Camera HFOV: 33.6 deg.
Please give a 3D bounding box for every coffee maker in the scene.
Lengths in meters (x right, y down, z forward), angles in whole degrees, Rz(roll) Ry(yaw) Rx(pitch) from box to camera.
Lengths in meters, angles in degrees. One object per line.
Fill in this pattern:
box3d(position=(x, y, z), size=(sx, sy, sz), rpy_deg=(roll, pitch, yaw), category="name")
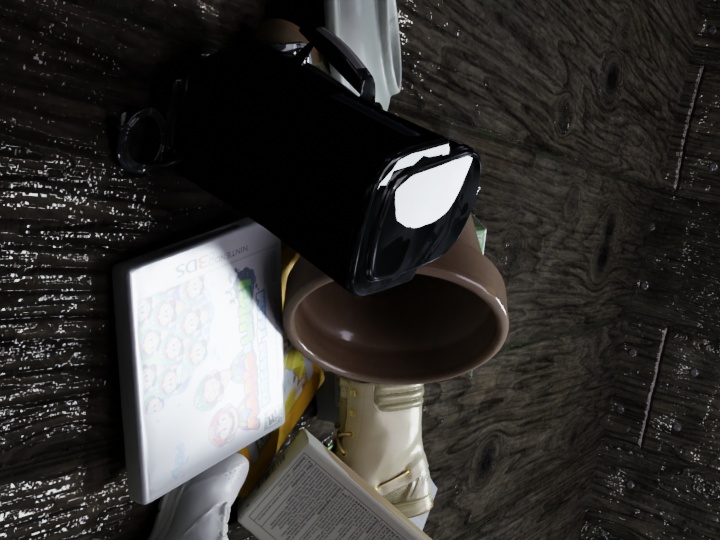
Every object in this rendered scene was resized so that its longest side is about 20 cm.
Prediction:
box3d(position=(-0.042, -0.070, 0.874), size=(0.192, 0.200, 0.135), rpy_deg=(-37, 143, -27), category="coffee maker")

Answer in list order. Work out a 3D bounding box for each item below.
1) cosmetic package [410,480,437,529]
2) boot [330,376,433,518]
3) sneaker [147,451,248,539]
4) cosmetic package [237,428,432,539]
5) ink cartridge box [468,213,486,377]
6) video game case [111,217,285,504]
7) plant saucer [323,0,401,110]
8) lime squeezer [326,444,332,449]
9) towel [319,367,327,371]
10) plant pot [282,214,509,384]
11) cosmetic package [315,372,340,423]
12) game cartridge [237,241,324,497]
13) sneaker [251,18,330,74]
box3d(position=(0.033, 0.347, 1.557), size=(0.151, 0.052, 0.200), rpy_deg=(65, 43, -60), category="cosmetic package")
box3d(position=(-0.024, 0.183, 1.210), size=(0.073, 0.199, 0.156), rpy_deg=(-145, -129, -72), category="boot")
box3d(position=(-0.143, 0.240, 1.023), size=(0.200, 0.087, 0.075), rpy_deg=(-58, 151, -37), category="sneaker")
box3d(position=(-0.012, 0.258, 1.144), size=(0.105, 0.200, 0.071), rpy_deg=(-47, -173, -1), category="cosmetic package")
box3d(position=(0.124, 0.015, 1.433), size=(0.200, 0.048, 0.146), rpy_deg=(-124, -147, -58), category="ink cartridge box")
box3d(position=(-0.127, 0.068, 0.986), size=(0.182, 0.024, 0.200), rpy_deg=(-25, 121, -51), category="video game case")
box3d(position=(0.007, -0.210, 1.072), size=(0.200, 0.050, 0.201), rpy_deg=(-4, 90, -82), category="plant saucer")
box3d(position=(-0.020, 0.220, 1.345), size=(0.200, 0.070, 0.038), rpy_deg=(-101, 178, -70), category="lime squeezer")
box3d(position=(0.000, 0.000, 1.197), size=(0.132, 0.034, 0.201), rpy_deg=(4, 82, -53), category="towel")
box3d(position=(0.035, -0.017, 1.085), size=(0.200, 0.200, 0.175), rpy_deg=(72, 18, -53), category="plant pot")
box3d(position=(0.029, 0.081, 1.349), size=(0.200, 0.090, 0.107), rpy_deg=(-52, 147, -51), category="cosmetic package")
box3d(position=(-0.093, 0.087, 1.127), size=(0.176, 0.032, 0.200), rpy_deg=(-56, 151, -41), category="game cartridge")
box3d(position=(-0.063, -0.112, 1.029), size=(0.200, 0.067, 0.090), rpy_deg=(79, 27, -52), category="sneaker")
